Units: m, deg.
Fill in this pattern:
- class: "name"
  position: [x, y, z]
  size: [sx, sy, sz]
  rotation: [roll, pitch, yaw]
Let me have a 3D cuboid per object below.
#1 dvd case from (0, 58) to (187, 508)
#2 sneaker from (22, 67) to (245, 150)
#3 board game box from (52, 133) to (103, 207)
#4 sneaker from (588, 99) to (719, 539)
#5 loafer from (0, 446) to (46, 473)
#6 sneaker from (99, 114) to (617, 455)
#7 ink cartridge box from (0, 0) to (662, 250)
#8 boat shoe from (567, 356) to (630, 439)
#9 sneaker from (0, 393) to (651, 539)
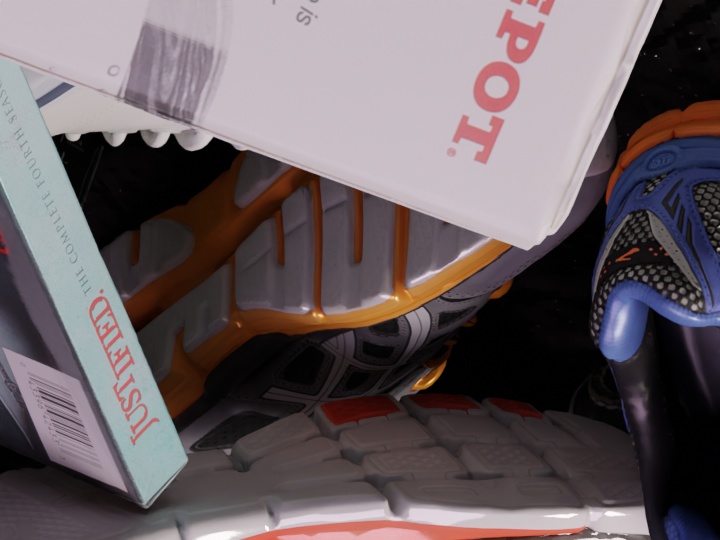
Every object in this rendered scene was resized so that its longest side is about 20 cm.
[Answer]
- class: "dvd case"
  position: [-0.139, -0.026, 0.706]
  size: [0.200, 0.022, 0.146]
  rotation: [21, 145, 37]
- class: "sneaker"
  position: [-0.050, -0.056, 0.704]
  size: [0.200, 0.073, 0.071]
  rotation: [-23, 122, 32]
- class: "board game box"
  position: [-0.179, -0.009, 0.839]
  size: [0.135, 0.028, 0.200]
  rotation: [29, 138, -17]
- class: "sneaker"
  position: [0.104, 0.062, 0.685]
  size: [0.075, 0.078, 0.200]
  rotation: [-22, 105, 35]
- class: "loafer"
  position: [-0.043, 0.108, 0.904]
  size: [0.199, 0.072, 0.063]
  rotation: [20, 133, 1]
- class: "sneaker"
  position: [0.000, 0.000, 0.769]
  size: [0.077, 0.079, 0.200]
  rotation: [24, 145, -34]
- class: "ink cartridge box"
  position: [-0.028, -0.110, 0.586]
  size: [0.199, 0.084, 0.145]
  rotation: [21, 108, -6]
- class: "boat shoe"
  position: [0.130, 0.004, 0.734]
  size: [0.200, 0.071, 0.064]
  rotation: [-21, 120, 33]
- class: "sneaker"
  position: [-0.011, 0.085, 0.731]
  size: [0.199, 0.077, 0.082]
  rotation: [-7, 109, -7]
